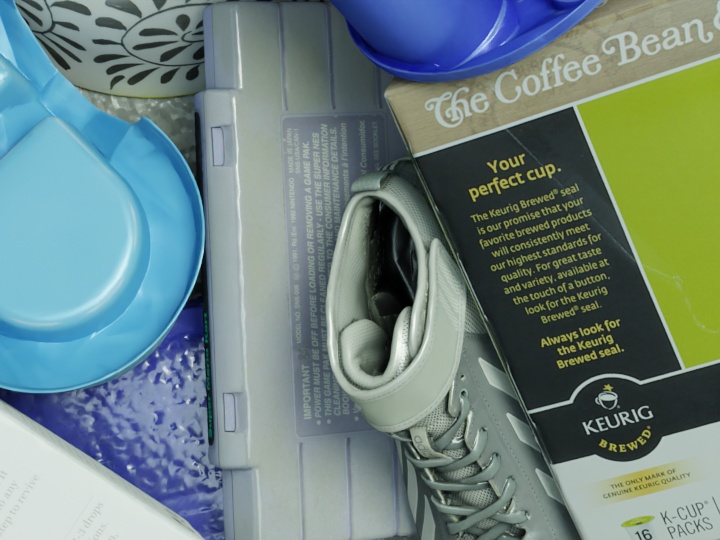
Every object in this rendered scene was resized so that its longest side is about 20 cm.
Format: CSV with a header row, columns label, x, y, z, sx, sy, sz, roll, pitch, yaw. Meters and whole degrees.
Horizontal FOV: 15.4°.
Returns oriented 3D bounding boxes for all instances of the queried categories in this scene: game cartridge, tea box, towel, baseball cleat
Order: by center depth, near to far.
label,x,y,z,sx,sy,sz,roll,pitch,yaw
tea box,0.145,-0.030,0.926,0.199,0.134,0.198,-17,110,22
baseball cleat,0.029,0.062,0.944,0.069,0.106,0.201,-18,92,25
game cartridge,0.000,0.000,0.998,0.129,0.038,0.201,-3,91,-29
towel,-0.082,0.115,1.024,0.147,0.050,0.201,-11,90,3

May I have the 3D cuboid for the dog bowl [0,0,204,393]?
label,x,y,z,sx,sy,sz,roll,pitch,yaw
dog bowl,-0.141,-0.037,0.980,0.111,0.050,0.200,-44,78,-8

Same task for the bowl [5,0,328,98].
label,x,y,z,sx,sy,sz,roll,pitch,yaw
bowl,-0.081,-0.167,0.993,0.199,0.094,0.202,0,92,0

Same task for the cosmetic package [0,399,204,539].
label,x,y,z,sx,sy,sz,roll,pitch,yaw
cosmetic package,-0.163,0.083,0.942,0.200,0.071,0.102,35,86,-13

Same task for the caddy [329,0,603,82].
label,x,y,z,sx,sy,sz,roll,pitch,yaw
caddy,0.039,-0.155,0.891,0.141,0.201,0.105,-27,132,28
